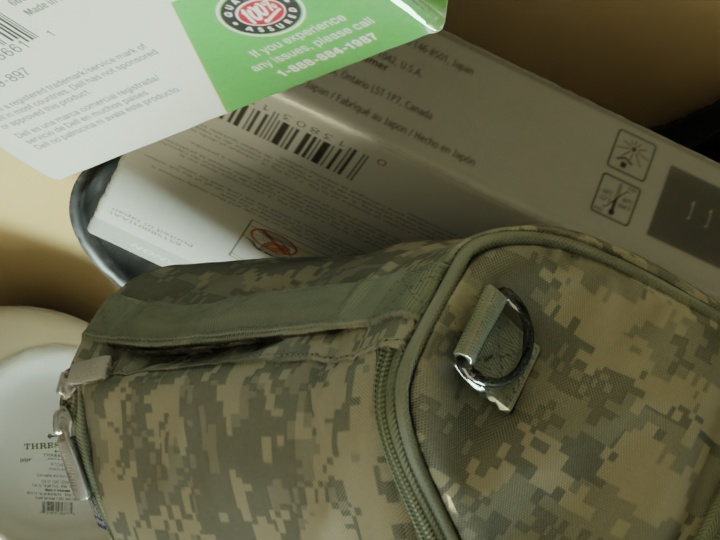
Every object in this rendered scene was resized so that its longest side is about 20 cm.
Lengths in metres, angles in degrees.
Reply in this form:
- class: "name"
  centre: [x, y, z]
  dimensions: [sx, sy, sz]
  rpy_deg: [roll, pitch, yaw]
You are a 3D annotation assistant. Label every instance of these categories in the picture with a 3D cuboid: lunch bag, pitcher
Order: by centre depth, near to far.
- class: "lunch bag"
  centre: [0.022, 0.061, 0.691]
  dimensions: [0.168, 0.139, 0.200]
  rpy_deg: [44, 155, -23]
- class: "pitcher"
  centre: [-0.126, 0.079, 0.990]
  dimensions: [0.171, 0.122, 0.200]
  rpy_deg: [-3, 172, -25]

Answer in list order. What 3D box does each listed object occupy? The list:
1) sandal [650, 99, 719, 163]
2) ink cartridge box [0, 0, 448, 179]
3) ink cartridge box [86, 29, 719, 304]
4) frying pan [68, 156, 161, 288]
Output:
- class: "sandal"
  centre: [0.114, -0.016, 0.763]
  dimensions: [0.200, 0.048, 0.075]
  rpy_deg: [-16, 144, 43]
- class: "ink cartridge box"
  centre: [-0.092, -0.117, 0.573]
  dimensions: [0.145, 0.088, 0.200]
  rpy_deg: [-17, 143, 42]
- class: "ink cartridge box"
  centre: [0.024, -0.012, 0.750]
  dimensions: [0.200, 0.044, 0.174]
  rpy_deg: [25, 161, -6]
- class: "frying pan"
  centre: [-0.003, -0.010, 0.819]
  dimensions: [0.190, 0.031, 0.115]
  rpy_deg: [5, 146, 11]
